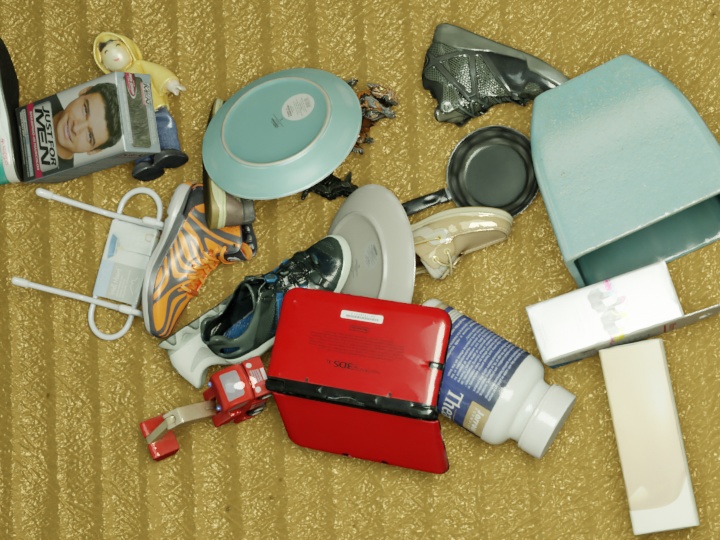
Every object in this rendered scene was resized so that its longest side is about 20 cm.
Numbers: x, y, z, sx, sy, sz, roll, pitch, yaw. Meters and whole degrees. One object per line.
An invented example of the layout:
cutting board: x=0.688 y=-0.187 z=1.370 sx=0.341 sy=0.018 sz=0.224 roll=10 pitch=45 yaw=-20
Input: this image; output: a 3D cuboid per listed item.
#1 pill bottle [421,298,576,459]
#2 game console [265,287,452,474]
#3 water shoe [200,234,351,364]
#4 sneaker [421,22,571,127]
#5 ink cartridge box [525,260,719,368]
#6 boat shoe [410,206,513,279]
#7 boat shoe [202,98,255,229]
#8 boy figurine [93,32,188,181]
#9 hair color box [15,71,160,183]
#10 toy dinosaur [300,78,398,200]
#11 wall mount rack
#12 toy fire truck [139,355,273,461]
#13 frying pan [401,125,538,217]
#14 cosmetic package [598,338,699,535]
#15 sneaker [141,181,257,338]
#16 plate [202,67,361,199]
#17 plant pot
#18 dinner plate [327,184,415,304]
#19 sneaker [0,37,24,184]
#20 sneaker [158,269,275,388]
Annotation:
pill bottle: x=0.137 y=0.126 z=1.399 sx=0.199 sy=0.111 sz=0.111 roll=31 pitch=91 yaw=16
game console: x=0.008 y=0.123 z=1.384 sx=0.199 sy=0.119 sz=0.173 roll=8 pitch=80 yaw=20
water shoe: x=-0.094 y=0.030 z=1.413 sx=0.200 sy=0.079 sz=0.072 roll=-44 pitch=56 yaw=4
sneaker: x=0.159 y=-0.208 z=1.460 sx=0.199 sy=0.076 sz=0.115 roll=23 pitch=90 yaw=19
ink cartridge box: x=0.292 y=0.045 z=1.369 sx=0.199 sy=0.115 sz=0.068 roll=-19 pitch=79 yaw=10
boat shoe: x=0.084 y=-0.021 z=1.448 sx=0.199 sy=0.074 sz=0.070 roll=-13 pitch=61 yaw=21
boat shoe: x=-0.159 y=-0.128 z=1.514 sx=0.064 sy=0.073 sz=0.201 roll=6 pitch=52 yaw=-14
boy figurine: x=-0.281 y=-0.220 z=1.578 sx=0.124 sy=0.064 sz=0.201 roll=-23 pitch=80 yaw=17
hair color box: x=-0.343 y=-0.176 z=1.545 sx=0.199 sy=0.060 sz=0.100 roll=-11 pitch=86 yaw=37
toy dinosaur: x=-0.044 y=-0.162 z=1.509 sx=0.200 sy=0.102 sz=0.137 roll=-26 pitch=57 yaw=45
wall mount rack: x=-0.333 y=-0.020 z=1.557 sx=0.173 sy=0.075 sz=0.201 roll=13 pitch=85 yaw=16
toy fire truck: x=-0.184 y=0.165 z=1.459 sx=0.140 sy=0.200 sz=0.049 roll=-20 pitch=77 yaw=-18
frying pan: x=0.132 y=-0.088 z=1.471 sx=0.190 sy=0.031 sz=0.115 roll=-44 pitch=74 yaw=8
cosmetic package: x=0.315 y=0.181 z=1.351 sx=0.071 sy=0.105 sz=0.201 roll=-12 pitch=78 yaw=12
sneaker: x=-0.195 y=-0.007 z=1.519 sx=0.111 sy=0.078 sz=0.201 roll=13 pitch=86 yaw=17
plate: x=-0.096 y=-0.169 z=1.452 sx=0.199 sy=0.026 sz=0.201 roll=-10 pitch=53 yaw=13
plant pot: x=0.287 y=-0.115 z=1.359 sx=0.195 sy=0.196 sz=0.201 roll=-24 pitch=72 yaw=10
dinner plate: x=0.000 y=0.000 z=1.429 sx=0.200 sy=0.024 sz=0.202 roll=-7 pitch=82 yaw=56
sneaker: x=-0.512 y=-0.204 z=1.628 sx=0.120 sy=0.084 sz=0.201 roll=-10 pitch=81 yaw=3
sneaker: x=-0.141 y=0.069 z=1.505 sx=0.200 sy=0.074 sz=0.089 roll=-35 pitch=89 yaw=9
